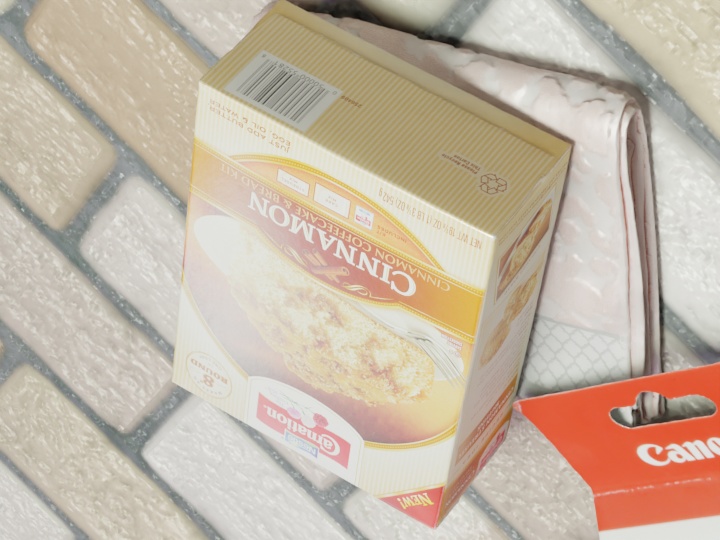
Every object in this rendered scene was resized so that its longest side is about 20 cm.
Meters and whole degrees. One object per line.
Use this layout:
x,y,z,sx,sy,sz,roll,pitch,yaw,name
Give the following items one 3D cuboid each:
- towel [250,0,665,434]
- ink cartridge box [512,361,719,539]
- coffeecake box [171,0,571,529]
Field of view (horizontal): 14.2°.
0.045,-0.023,1.337,0.199,0.032,0.192,17,133,30,towel
0.174,0.132,1.324,0.162,0.050,0.200,-13,127,46,ink cartridge box
0.000,0.000,1.314,0.153,0.073,0.201,28,139,17,coffeecake box
